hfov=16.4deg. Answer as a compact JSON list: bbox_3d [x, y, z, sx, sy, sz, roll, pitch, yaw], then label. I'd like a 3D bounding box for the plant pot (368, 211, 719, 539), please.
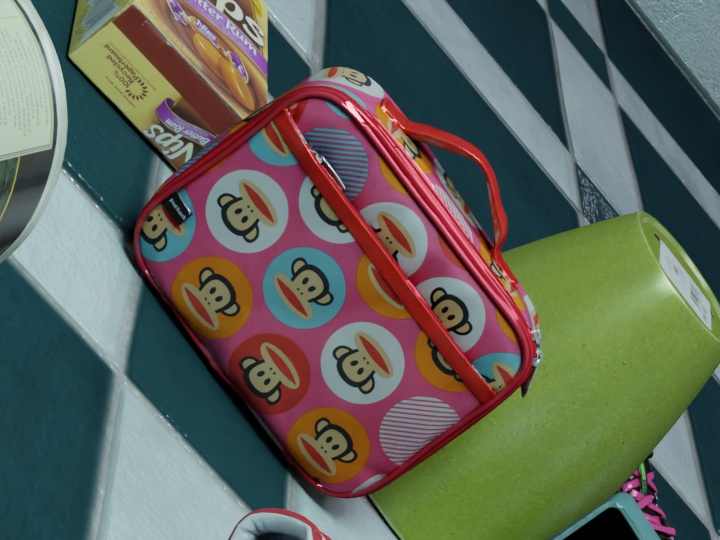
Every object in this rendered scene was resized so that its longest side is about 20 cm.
[{"bbox_3d":[0.108,0.060,1.443,0.187,0.200,0.187,48,17,-20],"label":"plant pot"}]

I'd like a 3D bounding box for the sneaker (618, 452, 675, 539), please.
[{"bbox_3d":[0.156,0.135,1.540,0.074,0.088,0.200,19,18,-50],"label":"sneaker"}]

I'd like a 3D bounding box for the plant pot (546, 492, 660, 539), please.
[{"bbox_3d":[0.123,0.204,1.332,0.142,0.141,0.200,56,9,3],"label":"plant pot"}]

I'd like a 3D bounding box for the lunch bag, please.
[{"bbox_3d":[0.000,0.000,1.303,0.200,0.176,0.082,52,16,-7],"label":"lunch bag"}]

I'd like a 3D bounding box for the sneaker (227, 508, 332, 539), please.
[{"bbox_3d":[-0.006,0.189,1.104,0.112,0.071,0.200,43,12,-45],"label":"sneaker"}]

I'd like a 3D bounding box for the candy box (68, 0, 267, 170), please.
[{"bbox_3d":[-0.111,-0.144,1.492,0.117,0.056,0.200,46,17,-24],"label":"candy box"}]

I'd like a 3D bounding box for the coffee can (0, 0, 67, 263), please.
[{"bbox_3d":[-0.205,-0.049,0.882,0.147,0.146,0.200,55,17,2],"label":"coffee can"}]
